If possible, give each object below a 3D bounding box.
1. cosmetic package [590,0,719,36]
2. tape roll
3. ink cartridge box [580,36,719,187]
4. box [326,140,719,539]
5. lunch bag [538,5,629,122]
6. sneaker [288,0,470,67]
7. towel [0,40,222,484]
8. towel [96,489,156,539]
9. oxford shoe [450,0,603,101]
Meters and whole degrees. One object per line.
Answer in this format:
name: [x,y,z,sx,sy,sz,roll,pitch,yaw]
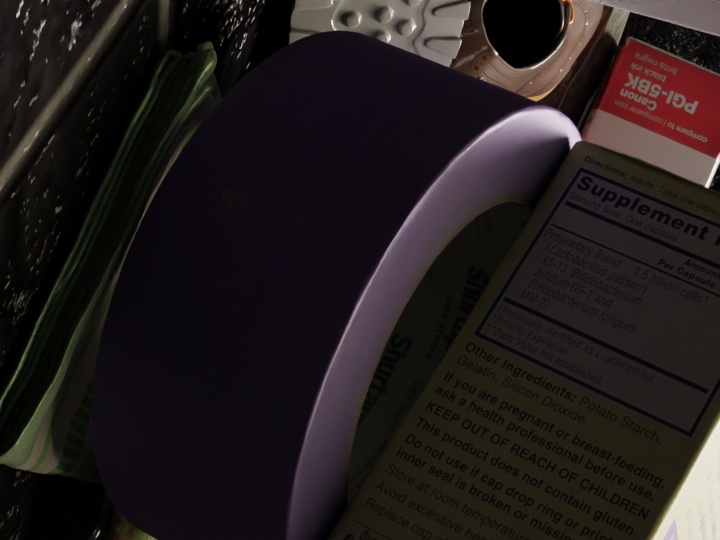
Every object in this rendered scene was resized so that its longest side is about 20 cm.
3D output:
cosmetic package: [0.120,-0.161,0.832,0.151,0.198,0.052,-42,148,-73]
tape roll: [-0.001,0.022,0.616,0.200,0.085,0.201,-43,146,-39]
ink cartridge box: [0.160,-0.034,1.070,0.147,0.082,0.201,-25,138,-83]
box: [0.081,0.091,0.627,0.201,0.096,0.176,-56,153,-19]
lunch bag: [0.118,-0.182,1.079,0.201,0.117,0.164,-64,174,31]
sneaker: [0.001,-0.098,0.730,0.081,0.076,0.201,-105,-167,-46]
towel: [-0.076,0.009,0.640,0.200,0.023,0.154,71,44,-80]
towel: [-0.069,0.076,0.725,0.200,0.023,0.144,-54,166,-51]
oxford shoe: [0.091,-0.126,0.903,0.073,0.072,0.200,-26,-172,39]
